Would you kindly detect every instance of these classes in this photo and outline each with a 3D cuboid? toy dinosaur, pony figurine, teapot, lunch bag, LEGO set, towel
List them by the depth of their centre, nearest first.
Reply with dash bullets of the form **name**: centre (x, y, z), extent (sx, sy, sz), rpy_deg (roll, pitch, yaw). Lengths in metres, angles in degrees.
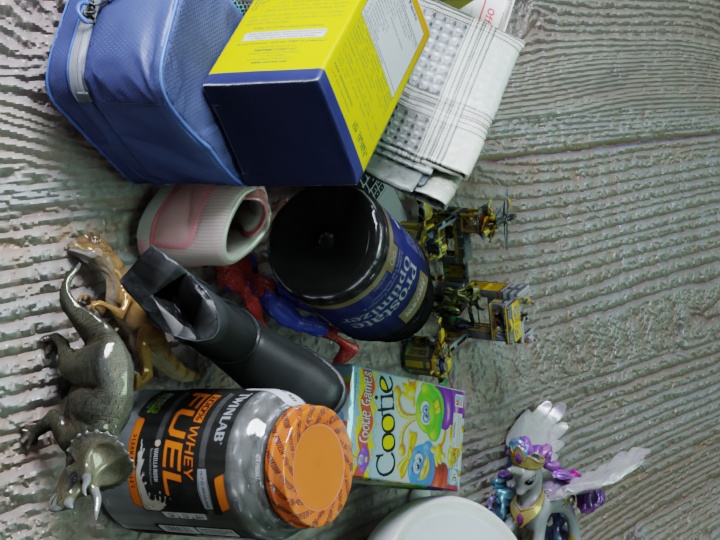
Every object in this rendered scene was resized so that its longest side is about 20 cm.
- **toy dinosaur**: centre (-0.211, 0.098, 1.312), extent (0.077, 0.101, 0.202), rpy_deg (28, 66, -51)
- **lunch bag**: centre (-0.171, -0.160, 1.361), extent (0.200, 0.131, 0.137), rpy_deg (52, 45, -51)
- **toy dinosaur**: centre (-0.182, 0.057, 1.394), extent (0.201, 0.060, 0.107), rpy_deg (61, 41, -33)
- **towel**: centre (0.034, -0.172, 1.518), extent (0.035, 0.191, 0.201), rpy_deg (111, 4, -66)
- **teapot**: centre (0.069, 0.333, 1.669), extent (0.199, 0.146, 0.198), rpy_deg (-30, 83, -34)
- **LEGO set**: centre (0.119, 0.019, 1.760), extent (0.153, 0.115, 0.203), rpy_deg (-20, 111, -56)
- **pony figurine**: centre (0.221, 0.257, 1.901), extent (0.192, 0.165, 0.202), rpy_deg (-28, 126, -44)

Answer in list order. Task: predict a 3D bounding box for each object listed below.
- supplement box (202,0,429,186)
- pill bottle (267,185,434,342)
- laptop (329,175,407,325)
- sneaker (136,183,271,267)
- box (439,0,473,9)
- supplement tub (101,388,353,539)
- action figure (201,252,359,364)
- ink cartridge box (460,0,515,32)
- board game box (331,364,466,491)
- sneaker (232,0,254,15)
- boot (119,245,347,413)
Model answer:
- **supplement box**: centre (-0.032, -0.175, 1.376), extent (0.201, 0.108, 0.109), rpy_deg (-65, 145, -40)
- **pill bottle**: centre (0.000, 0.000, 1.501), extent (0.200, 0.111, 0.113), rpy_deg (40, 55, -65)
- **laptop**: centre (0.014, -0.073, 1.635), extent (0.188, 0.115, 0.201), rpy_deg (-56, 131, -40)
- **sneaker**: centre (-0.111, -0.082, 1.460), extent (0.201, 0.104, 0.076), rpy_deg (-66, 148, -32)
- **box**: centre (0.052, -0.275, 1.624), extent (0.075, 0.199, 0.051), rpy_deg (17, 71, -26)
- **supplement tub**: centre (-0.112, 0.158, 1.365), extent (0.122, 0.198, 0.124), rpy_deg (7, 81, -54)
- **action figure**: centre (-0.085, 0.025, 1.535), extent (0.200, 0.051, 0.066), rpy_deg (37, 33, -36)
- **ink cartridge box**: centre (0.092, -0.214, 1.696), extent (0.067, 0.200, 0.118), rpy_deg (22, 60, -5)
- **board game box**: centre (0.006, 0.156, 1.617), extent (0.199, 0.104, 0.104), rpy_deg (17, 74, -53)
- **sneaker**: centre (-0.119, -0.241, 1.455), extent (0.200, 0.091, 0.078), rpy_deg (36, 24, -41)
- **boot**: centre (-0.100, 0.058, 1.374), extent (0.066, 0.164, 0.200), rpy_deg (-60, 164, -10)
